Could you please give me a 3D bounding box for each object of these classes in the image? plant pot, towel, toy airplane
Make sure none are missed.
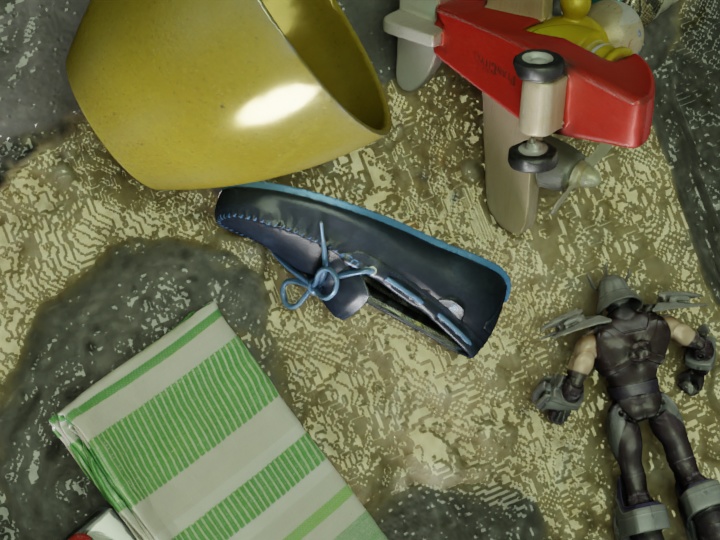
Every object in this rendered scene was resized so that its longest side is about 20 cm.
[{"bbox_3d":[-0.095,-0.129,1.445,0.142,0.200,0.200,-33,93,13],"label":"plant pot"},{"bbox_3d":[-0.083,0.134,1.467,0.152,0.023,0.200,-38,92,-39],"label":"towel"},{"bbox_3d":[0.110,-0.142,1.490,0.141,0.200,0.200,-16,77,-27],"label":"toy airplane"}]

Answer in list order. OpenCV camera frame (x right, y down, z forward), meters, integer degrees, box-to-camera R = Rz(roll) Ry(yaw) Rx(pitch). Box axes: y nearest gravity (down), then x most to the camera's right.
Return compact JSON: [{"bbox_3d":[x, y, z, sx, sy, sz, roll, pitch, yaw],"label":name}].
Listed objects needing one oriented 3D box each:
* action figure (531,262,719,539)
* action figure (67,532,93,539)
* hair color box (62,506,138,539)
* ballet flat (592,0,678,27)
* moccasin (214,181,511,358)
[{"bbox_3d":[0.181,0.093,1.537,0.130,0.069,0.201,-13,85,-6],"label":"action figure"},{"bbox_3d":[-0.120,0.243,1.384,0.065,0.099,0.200,-28,89,-14],"label":"action figure"},{"bbox_3d":[-0.131,0.253,1.458,0.099,0.061,0.200,-40,94,-12],"label":"hair color box"},{"bbox_3d":[0.195,-0.225,1.568,0.075,0.068,0.201,17,80,-26],"label":"ballet flat"},{"bbox_3d":[0.000,0.000,1.496,0.199,0.080,0.068,19,80,-9],"label":"moccasin"}]
